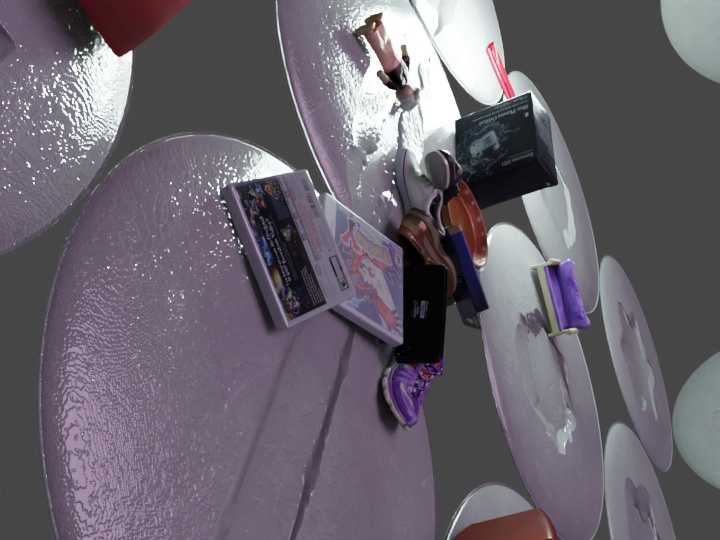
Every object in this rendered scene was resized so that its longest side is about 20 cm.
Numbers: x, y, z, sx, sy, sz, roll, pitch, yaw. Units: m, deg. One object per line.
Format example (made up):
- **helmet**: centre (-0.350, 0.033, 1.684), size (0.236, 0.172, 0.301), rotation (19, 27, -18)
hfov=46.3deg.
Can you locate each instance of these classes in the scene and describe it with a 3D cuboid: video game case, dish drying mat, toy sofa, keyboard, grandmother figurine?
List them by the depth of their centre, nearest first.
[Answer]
- **video game case**: centre (-0.093, -0.034, 1.153), size (0.182, 0.023, 0.200), rotation (-23, 92, -58)
- **video game case**: centre (0.000, 0.000, 1.307), size (0.200, 0.023, 0.183), rotation (34, 45, -40)
- **keyboard**: centre (0.090, 0.074, 1.388), size (0.040, 0.104, 0.200), rotation (84, 12, -49)
- **grandmother figurine**: centre (0.063, -0.405, 1.658), size (0.121, 0.060, 0.200), rotation (-48, 124, -28)
- **toy sofa**: centre (0.519, 0.069, 2.183), size (0.083, 0.097, 0.200), rotation (3, 73, -62)
- **dish drying mat**: centre (0.416, -0.563, 2.446), size (0.200, 0.018, 0.077), rotation (62, 28, -20)

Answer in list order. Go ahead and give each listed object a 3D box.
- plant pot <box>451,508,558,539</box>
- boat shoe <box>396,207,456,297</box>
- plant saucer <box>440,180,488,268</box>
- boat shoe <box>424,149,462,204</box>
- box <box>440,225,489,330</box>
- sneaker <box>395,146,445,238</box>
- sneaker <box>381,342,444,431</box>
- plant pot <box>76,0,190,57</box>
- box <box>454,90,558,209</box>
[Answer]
- **plant pot**: centre (0.247, 0.493, 1.341), size (0.176, 0.199, 0.200), rotation (-42, 112, -73)
- **boat shoe**: centre (0.111, -0.020, 1.515), size (0.074, 0.076, 0.200), rotation (-45, 129, -24)
- **plant saucer**: centre (0.217, -0.099, 1.789), size (0.200, 0.032, 0.201), rotation (38, 44, -48)
- **boat shoe**: centre (0.164, -0.181, 1.607), size (0.074, 0.060, 0.200), rotation (59, -9, 21)
- **box**: centre (0.195, 0.012, 1.615), size (0.121, 0.032, 0.200), rotation (-173, -116, -80)
- **sneaker**: centre (0.118, -0.142, 1.585), size (0.073, 0.071, 0.200), rotation (8, 68, -60)
- **sneaker**: centre (0.091, 0.164, 1.341), size (0.081, 0.083, 0.200), rotation (56, 32, -29)
- **plant pot**: centre (-0.254, -0.364, 0.910), size (0.177, 0.200, 0.201), rotation (47, 36, -26)
- **box**: centre (0.329, -0.271, 1.916), size (0.117, 0.196, 0.200), rotation (39, 42, -46)
